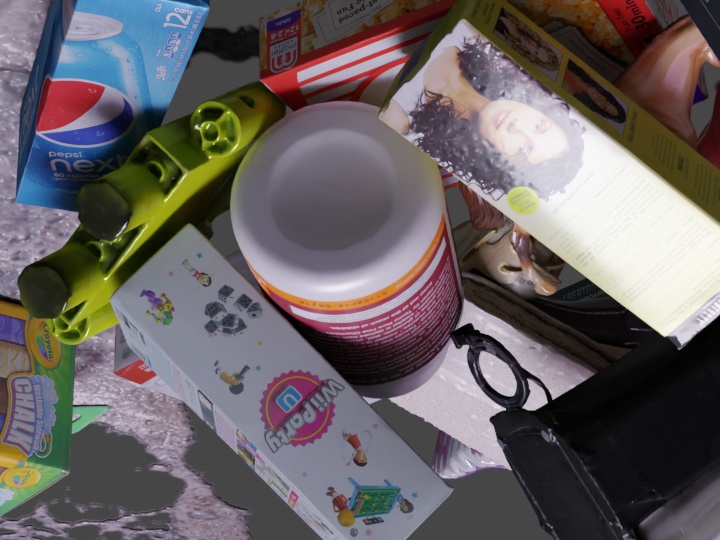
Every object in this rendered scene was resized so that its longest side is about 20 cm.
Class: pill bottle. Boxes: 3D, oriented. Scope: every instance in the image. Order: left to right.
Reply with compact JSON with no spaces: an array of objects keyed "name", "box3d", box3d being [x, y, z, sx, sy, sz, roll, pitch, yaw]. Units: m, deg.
[{"name":"pill bottle","box3d":[0.000,0.000,0.864,0.112,0.114,0.200,-6,154,6]}]

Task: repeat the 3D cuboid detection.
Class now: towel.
[{"name":"towel","box3d":[0.112,0.086,1.016,0.199,0.035,0.133,29,136,-11]}]

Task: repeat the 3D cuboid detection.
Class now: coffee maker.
[{"name":"coffee maker","box3d":[0.191,0.073,0.885,0.200,0.135,0.193,-33,113,-19]}]

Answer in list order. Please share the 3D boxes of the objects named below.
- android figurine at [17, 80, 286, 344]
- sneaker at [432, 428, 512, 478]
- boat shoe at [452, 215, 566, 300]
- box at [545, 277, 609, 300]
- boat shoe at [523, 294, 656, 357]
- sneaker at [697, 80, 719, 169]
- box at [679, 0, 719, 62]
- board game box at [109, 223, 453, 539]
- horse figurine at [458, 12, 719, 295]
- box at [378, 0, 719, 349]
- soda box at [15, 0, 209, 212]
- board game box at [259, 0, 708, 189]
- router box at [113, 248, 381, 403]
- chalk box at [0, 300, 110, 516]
[{"name":"android figurine","box3d":[-0.108,-0.035,0.852,0.182,0.041,0.200,-49,174,25]},{"name":"sneaker","box3d":[0.115,0.127,1.177,0.088,0.081,0.200,13,169,-11]},{"name":"boat shoe","box3d":[0.105,-0.012,0.991,0.073,0.070,0.200,12,148,-24]},{"name":"box","box3d":[0.228,0.046,1.121,0.200,0.051,0.157,-27,141,36]},{"name":"boat shoe","box3d":[0.203,0.028,1.016,0.199,0.063,0.073,9,-173,12]},{"name":"sneaker","box3d":[0.231,-0.096,0.868,0.078,0.116,0.200,37,115,-1]},{"name":"box","box3d":[0.279,-0.144,0.683,0.199,0.104,0.182,14,126,-27]},{"name":"board game box","box3d":[-0.047,0.078,0.863,0.064,0.200,0.148,-44,175,-11]},{"name":"horse figurine","box3d":[0.128,-0.057,0.816,0.199,0.050,0.133,-12,124,32]},{"name":"box","box3d":[0.110,-0.051,0.760,0.200,0.050,0.075,35,126,-10]},{"name":"soda box","box3d":[-0.134,-0.109,0.800,0.064,0.068,0.200,8,149,-18]},{"name":"board game box","box3d":[0.068,-0.115,0.828,0.199,0.047,0.151,-18,147,25]},{"name":"router box","box3d":[-0.047,0.048,1.104,0.199,0.049,0.179,-27,143,36]},{"name":"chalk box","box3d":[-0.282,0.099,1.098,0.199,0.124,0.124,18,145,-32]}]
